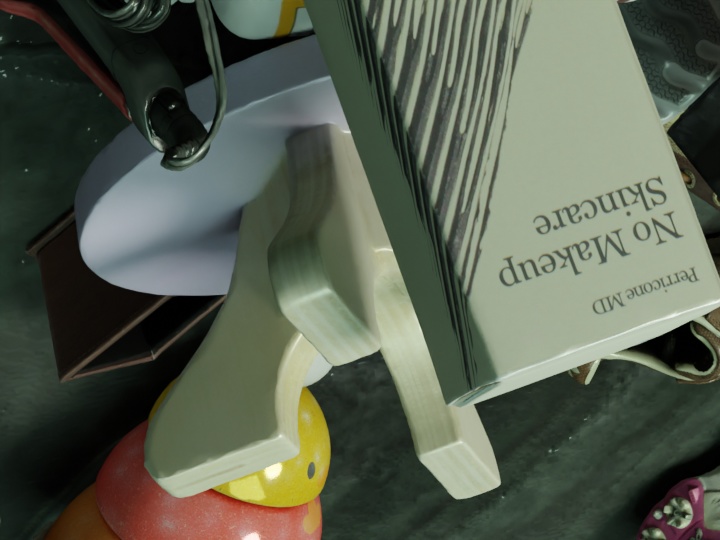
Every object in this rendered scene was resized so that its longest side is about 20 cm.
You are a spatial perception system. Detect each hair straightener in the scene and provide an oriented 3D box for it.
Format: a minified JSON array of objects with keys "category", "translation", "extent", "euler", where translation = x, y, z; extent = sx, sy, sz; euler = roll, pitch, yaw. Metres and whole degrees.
[{"category":"hair straightener","translation":[-0.099,-0.104,0.718],"extent":[0.041,0.200,0.077],"euler":[-19,140,-24]}]

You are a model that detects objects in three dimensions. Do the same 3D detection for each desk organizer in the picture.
[{"category":"desk organizer","translation":[-0.041,-0.024,0.917],"extent":[0.200,0.077,0.072],"euler":[-38,136,22]}]

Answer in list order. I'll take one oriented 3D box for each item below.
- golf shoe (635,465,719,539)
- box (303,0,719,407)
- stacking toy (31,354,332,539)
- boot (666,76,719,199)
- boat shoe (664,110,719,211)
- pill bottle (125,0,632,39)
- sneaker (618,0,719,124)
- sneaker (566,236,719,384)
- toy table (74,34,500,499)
[{"category":"golf shoe","translation":[0.237,0.110,1.186],"extent":[0.091,0.076,0.200],"euler":[7,138,-48]},{"category":"box","translation":[0.035,-0.066,0.678],"extent":[0.082,0.201,0.068],"euler":[-20,174,-13]},{"category":"stacking toy","translation":[-0.061,0.092,1.025],"extent":[0.146,0.146,0.201],"euler":[10,117,-29]},{"category":"boot","translation":[0.209,-0.116,0.826],"extent":[0.200,0.066,0.165],"euler":[-33,162,-51]},{"category":"boat shoe","translation":[0.183,-0.038,0.928],"extent":[0.199,0.072,0.072],"euler":[29,145,10]},{"category":"pill bottle","translation":[0.007,-0.140,0.777],"extent":[0.199,0.110,0.110],"euler":[-7,139,-11]},{"category":"sneaker","translation":[0.137,-0.118,0.871],"extent":[0.200,0.075,0.082],"euler":[-39,178,23]},{"category":"sneaker","translation":[0.172,0.024,1.049],"extent":[0.199,0.076,0.071],"euler":[-3,138,-17]},{"category":"toy table","translation":[0.000,0.000,0.789],"extent":[0.199,0.118,0.184],"euler":[-27,147,22]}]
